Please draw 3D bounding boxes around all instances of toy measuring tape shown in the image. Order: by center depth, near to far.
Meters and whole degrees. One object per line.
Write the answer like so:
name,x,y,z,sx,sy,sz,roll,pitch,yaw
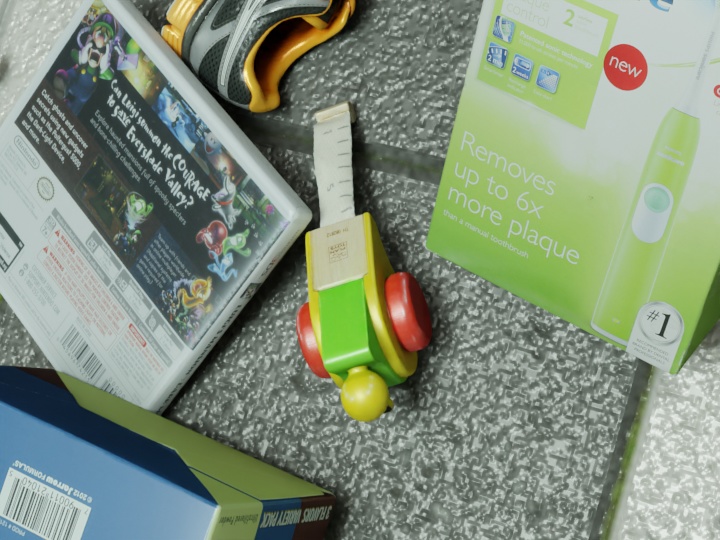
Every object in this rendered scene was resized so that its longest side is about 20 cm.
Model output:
toy measuring tape,0.000,0.000,0.826,0.073,0.074,0.202,-18,49,15

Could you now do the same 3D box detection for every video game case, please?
video game case,-0.140,-0.032,0.872,0.200,0.023,0.182,49,112,24

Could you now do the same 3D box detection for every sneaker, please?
sneaker,-0.026,-0.177,0.863,0.077,0.078,0.201,46,106,24

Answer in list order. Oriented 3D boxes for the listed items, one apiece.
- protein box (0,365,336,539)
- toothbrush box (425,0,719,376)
protein box,-0.150,0.175,0.773,0.196,0.135,0.203,20,93,24
toothbrush box,0.128,-0.077,0.713,0.144,0.086,0.202,28,126,20
